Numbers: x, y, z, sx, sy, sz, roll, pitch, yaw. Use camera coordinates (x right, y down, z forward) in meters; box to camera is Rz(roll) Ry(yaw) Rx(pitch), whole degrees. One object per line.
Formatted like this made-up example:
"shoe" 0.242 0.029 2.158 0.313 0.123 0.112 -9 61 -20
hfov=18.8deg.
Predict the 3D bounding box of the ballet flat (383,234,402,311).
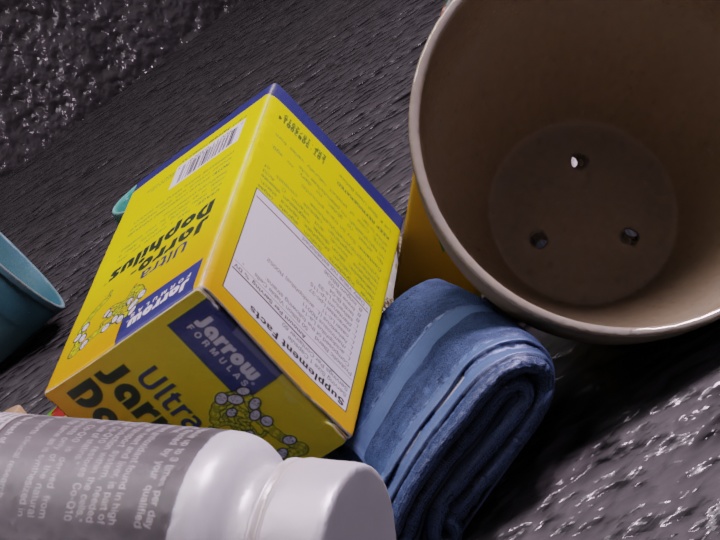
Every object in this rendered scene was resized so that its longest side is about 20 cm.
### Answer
"ballet flat" 0.000 0.000 1.355 0.200 0.067 0.076 -78 6 -75

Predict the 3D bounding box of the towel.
"towel" 0.031 0.062 1.051 0.112 0.048 0.200 -54 13 1

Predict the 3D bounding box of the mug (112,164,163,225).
"mug" -0.085 -0.045 1.654 0.185 0.115 0.152 -40 14 -34

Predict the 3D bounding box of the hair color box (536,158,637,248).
"hair color box" 0.179 -0.067 1.228 0.199 0.061 0.099 -30 13 15

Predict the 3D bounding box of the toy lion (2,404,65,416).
"toy lion" -0.162 0.085 1.390 0.191 0.069 0.200 -40 9 -1

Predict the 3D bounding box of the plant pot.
"plant pot" -0.404 0.033 1.976 0.188 0.200 0.200 -46 13 1

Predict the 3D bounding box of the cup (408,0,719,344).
"cup" 0.118 -0.047 1.076 0.200 0.201 0.143 -35 -12 -11

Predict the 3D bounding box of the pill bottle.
"pill bottle" -0.092 0.121 0.915 0.199 0.114 0.114 2 27 22

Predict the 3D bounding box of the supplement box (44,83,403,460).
"supplement box" -0.064 0.016 1.107 0.109 0.109 0.200 -34 21 27

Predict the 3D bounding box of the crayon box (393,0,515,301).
"crayon box" 0.058 -0.062 1.218 0.050 0.201 0.127 10 21 3
